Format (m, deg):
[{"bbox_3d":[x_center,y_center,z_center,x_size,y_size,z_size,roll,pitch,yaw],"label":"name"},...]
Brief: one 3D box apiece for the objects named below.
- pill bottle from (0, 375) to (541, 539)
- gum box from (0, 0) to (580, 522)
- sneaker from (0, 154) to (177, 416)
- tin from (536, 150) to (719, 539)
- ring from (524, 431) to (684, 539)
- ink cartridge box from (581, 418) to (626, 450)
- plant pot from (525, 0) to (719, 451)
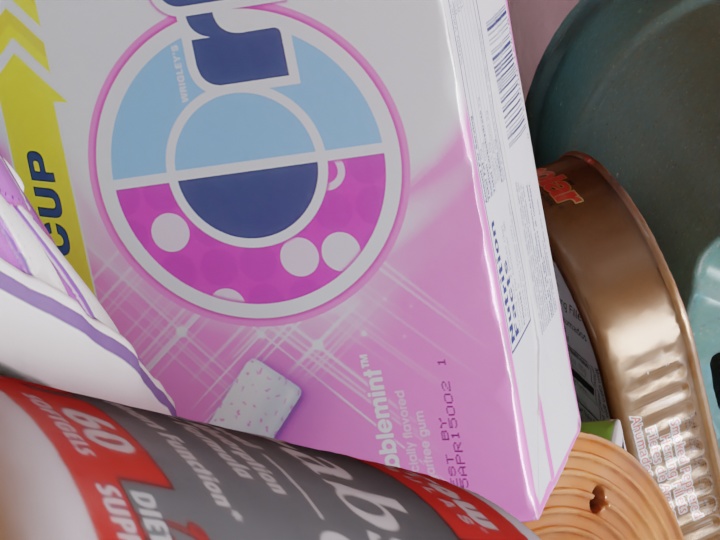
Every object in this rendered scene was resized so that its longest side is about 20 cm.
[{"bbox_3d":[-0.024,0.087,0.462,0.200,0.116,0.116,17,65,-49],"label":"pill bottle"},{"bbox_3d":[-0.022,-0.029,0.609,0.066,0.113,0.201,-48,128,-69],"label":"gum box"},{"bbox_3d":[-0.086,-0.025,0.481,0.201,0.072,0.115,56,27,-58],"label":"sneaker"},{"bbox_3d":[0.093,0.053,0.952,0.112,0.042,0.201,38,-32,60],"label":"tin"},{"bbox_3d":[0.041,0.144,0.750,0.200,0.019,0.201,-14,108,-51],"label":"ring"},{"bbox_3d":[0.071,0.112,0.918,0.200,0.076,0.148,-69,148,-54],"label":"ink cartridge box"},{"bbox_3d":[0.174,-0.016,1.008,0.196,0.200,0.201,-103,178,-65],"label":"plant pot"}]
